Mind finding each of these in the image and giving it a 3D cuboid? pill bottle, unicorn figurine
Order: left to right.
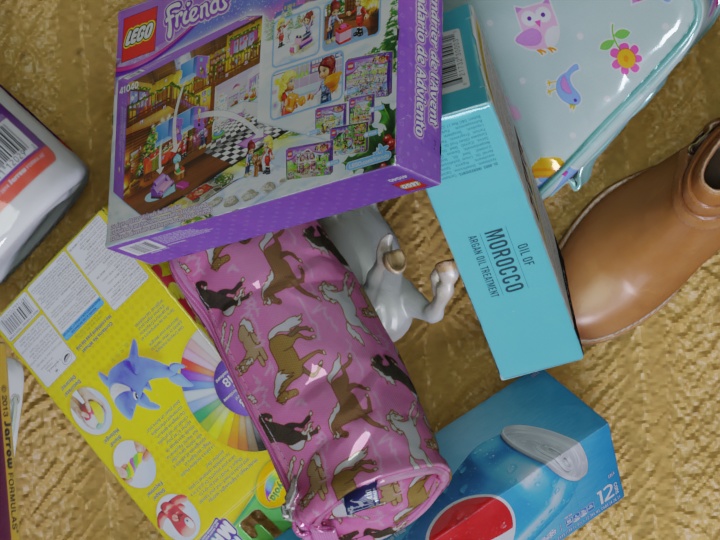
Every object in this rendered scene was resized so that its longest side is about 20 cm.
[{"bbox_3d":[-0.259,-0.082,1.402,0.200,0.111,0.111,43,88,1],"label":"pill bottle"},{"bbox_3d":[0.000,0.000,1.407,0.074,0.137,0.201,7,66,-19],"label":"unicorn figurine"}]

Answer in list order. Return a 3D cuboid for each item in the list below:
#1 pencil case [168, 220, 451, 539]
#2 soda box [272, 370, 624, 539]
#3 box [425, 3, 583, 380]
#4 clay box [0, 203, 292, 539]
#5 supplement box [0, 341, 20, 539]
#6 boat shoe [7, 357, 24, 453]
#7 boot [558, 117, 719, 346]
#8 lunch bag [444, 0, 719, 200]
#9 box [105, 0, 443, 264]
[{"bbox_3d":[-0.030,0.048,1.323,0.083,0.086,0.200,-40,65,30],"label":"pencil case"},{"bbox_3d":[0.046,0.140,1.382,0.200,0.068,0.064,-33,133,-17],"label":"soda box"},{"bbox_3d":[0.067,-0.039,1.330,0.049,0.200,0.082,-16,44,8],"label":"box"},{"bbox_3d":[-0.103,0.068,1.399,0.200,0.048,0.115,50,123,4],"label":"clay box"},{"bbox_3d":[-0.288,0.108,1.351,0.200,0.103,0.131,-7,88,39],"label":"supplement box"},{"bbox_3d":[-0.224,0.144,1.415,0.067,0.073,0.201,1,106,-39],"label":"boat shoe"},{"bbox_3d":[0.181,-0.036,1.382,0.200,0.155,0.074,-43,89,-2],"label":"boot"},{"bbox_3d":[0.096,-0.133,1.392,0.160,0.077,0.200,43,120,-2],"label":"lunch bag"},{"bbox_3d":[-0.045,-0.090,1.276,0.200,0.039,0.137,-14,67,38],"label":"box"}]
